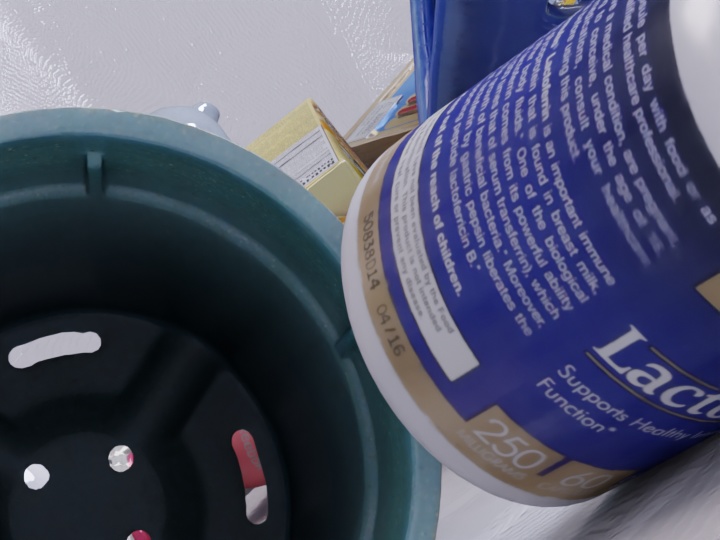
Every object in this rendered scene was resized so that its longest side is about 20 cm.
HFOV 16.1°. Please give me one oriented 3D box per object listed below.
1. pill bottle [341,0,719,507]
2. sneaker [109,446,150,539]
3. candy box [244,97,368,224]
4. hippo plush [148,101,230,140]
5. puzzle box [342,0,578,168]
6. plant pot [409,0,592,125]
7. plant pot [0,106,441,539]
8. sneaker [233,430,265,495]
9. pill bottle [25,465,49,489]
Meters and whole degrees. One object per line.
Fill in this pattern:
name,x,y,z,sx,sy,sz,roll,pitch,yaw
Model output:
pill bottle,0.095,-0.025,0.657,0.200,0.116,0.116,-35,5,43
sneaker,-0.106,0.116,1.095,0.075,0.081,0.200,-40,5,-1
candy box,0.000,0.000,1.045,0.055,0.116,0.200,-38,11,2
hippo plush,-0.093,-0.019,1.488,0.159,0.160,0.201,-34,-27,-48
puzzle box,0.083,-0.110,1.177,0.133,0.026,0.200,-14,26,38
plant pot,0.113,-0.167,1.025,0.201,0.179,0.201,-94,6,-48
plant pot,-0.086,0.068,0.788,0.200,0.201,0.196,-38,-3,-10
sneaker,-0.016,0.052,1.231,0.086,0.074,0.200,-17,16,28
pill bottle,-0.198,0.153,1.249,0.200,0.112,0.112,-41,5,-37
